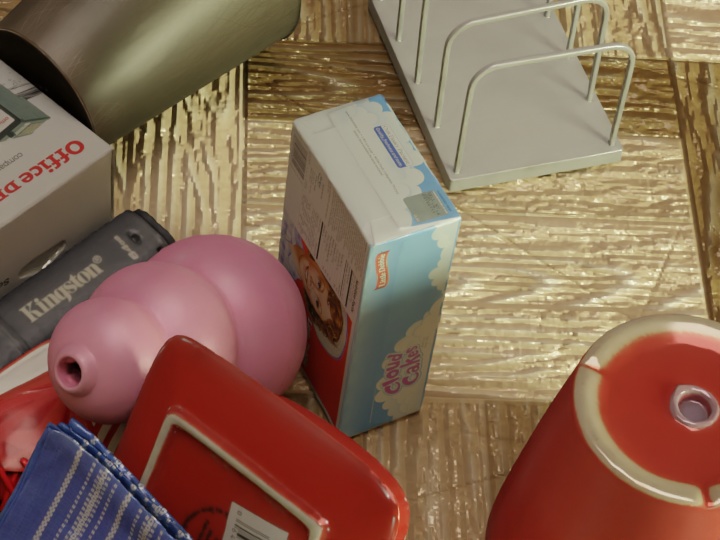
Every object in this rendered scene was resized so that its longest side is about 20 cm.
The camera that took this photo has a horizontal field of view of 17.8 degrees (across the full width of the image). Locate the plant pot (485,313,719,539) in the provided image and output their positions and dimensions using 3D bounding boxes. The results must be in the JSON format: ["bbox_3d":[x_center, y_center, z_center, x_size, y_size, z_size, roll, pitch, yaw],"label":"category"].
[{"bbox_3d":[0.187,0.135,1.423,0.199,0.178,0.201,4,50,-4],"label":"plant pot"}]

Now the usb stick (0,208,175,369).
[{"bbox_3d":[-0.209,0.024,1.559,0.055,0.033,0.200,37,56,23],"label":"usb stick"}]

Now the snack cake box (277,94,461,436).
[{"bbox_3d":[0.000,0.000,1.494,0.067,0.201,0.115,-18,55,-21],"label":"snack cake box"}]

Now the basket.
[{"bbox_3d":[-0.160,-0.184,1.653,0.136,0.181,0.200,29,57,33],"label":"basket"}]

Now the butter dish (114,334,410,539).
[{"bbox_3d":[-0.048,0.160,1.395,0.199,0.201,0.147,35,23,28],"label":"butter dish"}]

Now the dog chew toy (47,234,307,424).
[{"bbox_3d":[-0.121,0.046,1.461,0.124,0.125,0.200,37,26,22],"label":"dog chew toy"}]

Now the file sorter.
[{"bbox_3d":[0.105,-0.182,1.707,0.138,0.125,0.201,-11,53,-15],"label":"file sorter"}]

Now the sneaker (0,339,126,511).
[{"bbox_3d":[-0.219,0.128,1.445,0.115,0.079,0.200,37,57,23],"label":"sneaker"}]

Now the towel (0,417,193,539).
[{"bbox_3d":[-0.147,0.201,1.360,0.200,0.145,0.024,42,23,25],"label":"towel"}]

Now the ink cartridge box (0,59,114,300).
[{"bbox_3d":[-0.287,-0.077,1.598,0.200,0.084,0.146,36,55,21],"label":"ink cartridge box"}]
